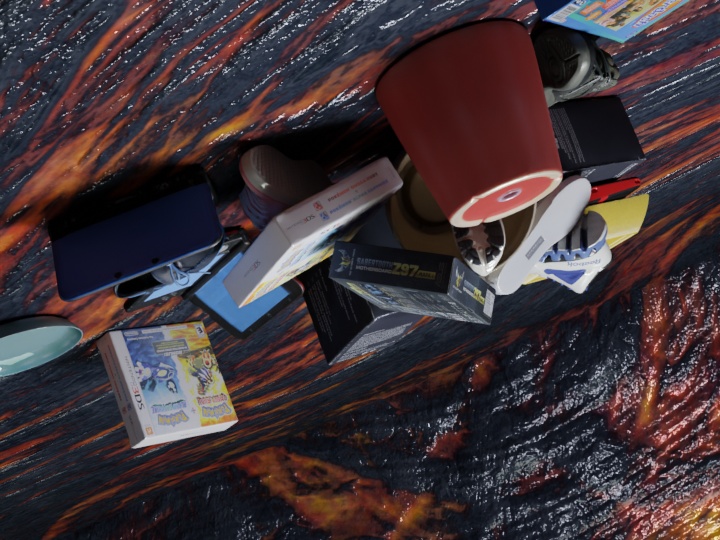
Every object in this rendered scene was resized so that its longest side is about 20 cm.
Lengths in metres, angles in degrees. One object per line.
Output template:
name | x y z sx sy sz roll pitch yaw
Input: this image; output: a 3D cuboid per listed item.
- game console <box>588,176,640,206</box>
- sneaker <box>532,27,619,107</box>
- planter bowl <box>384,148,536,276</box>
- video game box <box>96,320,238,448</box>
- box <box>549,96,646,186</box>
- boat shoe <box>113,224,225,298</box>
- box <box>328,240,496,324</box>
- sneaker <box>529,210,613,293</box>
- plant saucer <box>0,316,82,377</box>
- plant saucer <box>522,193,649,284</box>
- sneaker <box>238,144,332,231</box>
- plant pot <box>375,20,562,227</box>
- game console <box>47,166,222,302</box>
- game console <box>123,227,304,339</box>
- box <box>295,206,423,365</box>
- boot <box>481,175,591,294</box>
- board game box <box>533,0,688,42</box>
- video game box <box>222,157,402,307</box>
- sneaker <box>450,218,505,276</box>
game console | 0.295 -0.077 1.964 0.175 0.031 0.200 -18 168 -33
sneaker | 0.260 -0.251 1.583 0.113 0.077 0.199 -22 173 -8
planter bowl | 0.117 -0.099 1.762 0.198 0.203 0.135 -18 -167 -11
video game box | -0.307 0.178 2.133 0.047 0.184 0.199 -31 163 39
box | 0.268 -0.150 1.911 0.180 0.105 0.200 -9 162 -38
boat shoe | -0.246 -0.006 1.720 0.200 0.084 0.069 -37 -173 42
box | 0.068 0.017 1.647 0.156 0.052 0.200 7 169 23
sneaker | 0.268 -0.012 1.875 0.197 0.081 0.115 -8 140 31
plant saucer | -0.499 0.109 1.921 0.198 0.028 0.200 -21 166 -5
plant saucer | 0.321 -0.039 1.994 0.199 0.049 0.199 -13 163 -48
sneaker | -0.115 -0.092 1.631 0.104 0.076 0.200 -32 167 19
plant pot | 0.137 -0.160 1.538 0.198 0.179 0.201 -20 166 -5
game console | -0.255 -0.029 1.575 0.197 0.120 0.171 -20 166 -1
game console | -0.209 0.038 1.875 0.171 0.120 0.200 -21 169 -41
box | 0.000 0.000 1.886 0.116 0.199 0.200 -14 164 -25
boot | 0.219 -0.063 1.813 0.200 0.095 0.074 -46 134 -10
board game box | 0.297 -0.317 1.460 0.151 0.046 0.199 -31 163 32
video game box | -0.061 -0.045 1.637 0.181 0.047 0.200 -28 171 -31
sneaker | 0.129 -0.090 1.649 0.076 0.203 0.080 -10 165 3
